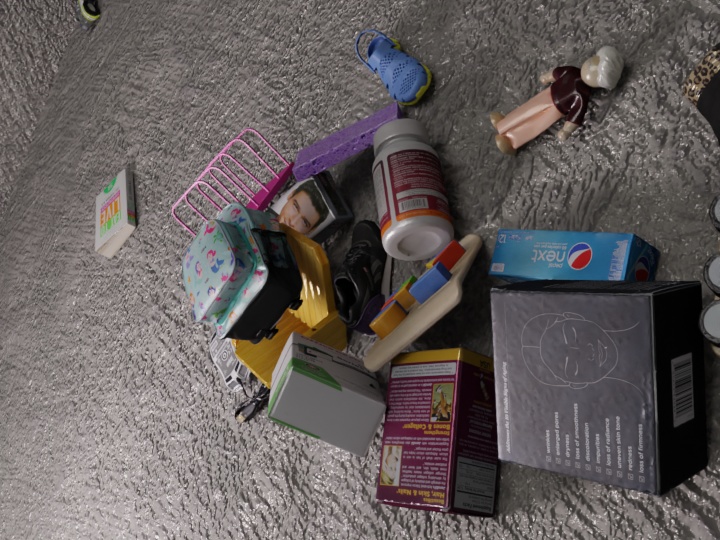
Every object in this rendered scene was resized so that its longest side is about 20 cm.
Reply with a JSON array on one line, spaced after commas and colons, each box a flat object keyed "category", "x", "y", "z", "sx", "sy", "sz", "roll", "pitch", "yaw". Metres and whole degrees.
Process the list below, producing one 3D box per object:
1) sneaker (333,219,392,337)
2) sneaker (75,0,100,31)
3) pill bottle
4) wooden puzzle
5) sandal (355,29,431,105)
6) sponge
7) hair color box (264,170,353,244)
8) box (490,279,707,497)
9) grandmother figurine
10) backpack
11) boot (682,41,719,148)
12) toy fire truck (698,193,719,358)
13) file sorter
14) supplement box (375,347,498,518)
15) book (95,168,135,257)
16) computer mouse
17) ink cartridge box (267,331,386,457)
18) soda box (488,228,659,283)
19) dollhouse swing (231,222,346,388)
[{"category": "sneaker", "x": 0.000, "y": 0.000, "z": 1.257, "sx": 0.075, "sy": 0.087, "sz": 0.202, "roll": -28, "pitch": 55, "yaw": 37}, {"category": "sneaker", "x": -0.949, "y": -0.897, "z": 2.704, "sx": 0.081, "sy": 0.073, "sz": 0.201, "roll": -50, "pitch": 42, "yaw": 25}, {"category": "pill bottle", "x": 0.075, "y": -0.126, "z": 1.211, "sx": 0.109, "sy": 0.109, "sz": 0.202, "roll": -31, "pitch": 53, "yaw": 36}, {"category": "wooden puzzle", "x": 0.082, "y": 0.033, "z": 1.108, "sx": 0.185, "sy": 0.046, "sz": 0.200, "roll": -42, "pitch": 8, "yaw": 27}, {"category": "sandal", "x": 0.049, "y": -0.353, "z": 1.356, "sx": 0.080, "sy": 0.087, "sz": 0.200, "roll": -53, "pitch": 45, "yaw": 15}, {"category": "sponge", "x": -0.021, "y": -0.217, "z": 1.327, "sx": 0.198, "sy": 0.030, "sz": 0.112, "roll": -24, "pitch": 21, "yaw": 13}, {"category": "hair color box", "x": -0.115, "y": -0.082, "z": 1.415, "sx": 0.199, "sy": 0.060, "sz": 0.100, "roll": -37, "pitch": 76, "yaw": 31}, {"category": "box", "x": 0.255, "y": 0.114, "z": 0.857, "sx": 0.195, "sy": 0.123, "sz": 0.203, "roll": 1, "pitch": 95, "yaw": 46}, {"category": "grandmother figurine", "x": 0.271, "y": -0.233, "z": 1.081, "sx": 0.199, "sy": 0.060, "sz": 0.123, "roll": -34, "pitch": 60, "yaw": 38}, {"category": "backpack", "x": -0.194, "y": -0.005, "z": 1.257, "sx": 0.178, "sy": 0.149, "sz": 0.201, "roll": -50, "pitch": 41, "yaw": 29}, {"category": "boot", "x": 0.458, "y": -0.208, "z": 0.854, "sx": 0.200, "sy": 0.073, "sz": 0.152, "roll": -47, "pitch": 45, "yaw": 31}, {"category": "toy fire truck", "x": 0.440, "y": 0.005, "z": 0.757, "sx": 0.198, "sy": 0.128, "sz": 0.178, "roll": 2, "pitch": 75, "yaw": 36}, {"category": "file sorter", "x": -0.241, "y": -0.154, "z": 1.486, "sx": 0.139, "sy": 0.125, "sz": 0.201, "roll": -33, "pitch": 19, "yaw": 42}, {"category": "supplement box", "x": 0.107, "y": 0.212, "z": 1.037, "sx": 0.130, "sy": 0.103, "sz": 0.203, "roll": -9, "pitch": 66, "yaw": 45}, {"category": "book", "x": -0.639, "y": -0.153, "z": 2.070, "sx": 0.133, "sy": 0.048, "sz": 0.201, "roll": -39, "pitch": 47, "yaw": 26}, {"category": "computer mouse", "x": -0.222, "y": 0.182, "z": 1.464, "sx": 0.110, "sy": 0.044, "sz": 0.201, "roll": -53, "pitch": 48, "yaw": 24}, {"category": "ink cartridge box", "x": -0.051, "y": 0.172, "z": 1.136, "sx": 0.200, "sy": 0.145, "sz": 0.085, "roll": -116, "pitch": 51, "yaw": -79}, {"category": "soda box", "x": 0.262, "y": -0.010, "z": 0.987, "sx": 0.199, "sy": 0.067, "sz": 0.065, "roll": 7, "pitch": 79, "yaw": 49}, {"category": "dollhouse swing", "x": -0.140, "y": 0.054, "z": 1.305, "sx": 0.181, "sy": 0.177, "sz": 0.199, "roll": -36, "pitch": 37, "yaw": -19}]
